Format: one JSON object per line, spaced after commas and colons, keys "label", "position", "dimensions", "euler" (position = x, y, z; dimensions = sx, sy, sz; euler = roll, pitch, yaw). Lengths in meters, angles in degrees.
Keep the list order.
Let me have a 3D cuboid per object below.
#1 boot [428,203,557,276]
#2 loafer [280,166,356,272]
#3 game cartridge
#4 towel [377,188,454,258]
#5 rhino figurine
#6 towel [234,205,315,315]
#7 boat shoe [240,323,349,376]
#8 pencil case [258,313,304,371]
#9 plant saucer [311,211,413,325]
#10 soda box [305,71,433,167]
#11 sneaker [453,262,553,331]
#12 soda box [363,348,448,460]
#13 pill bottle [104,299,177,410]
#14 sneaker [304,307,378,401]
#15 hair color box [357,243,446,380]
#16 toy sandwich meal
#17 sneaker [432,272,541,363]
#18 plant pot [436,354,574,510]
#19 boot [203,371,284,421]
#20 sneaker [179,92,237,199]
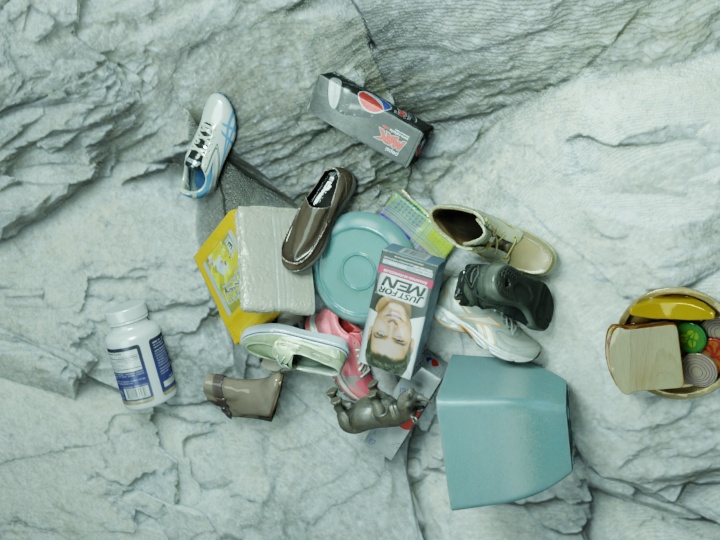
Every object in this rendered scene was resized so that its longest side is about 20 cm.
{"label": "boot", "position": [0.205, -0.047, 1.332], "dimensions": [0.199, 0.155, 0.073], "euler": [27, 97, 14]}
{"label": "loafer", "position": [-0.082, -0.094, 1.448], "dimensions": [0.073, 0.071, 0.201], "euler": [24, 84, 25]}
{"label": "game cartridge", "position": [-0.221, 0.018, 1.558], "dimensions": [0.176, 0.032, 0.201], "euler": [-43, 68, 45]}
{"label": "towel", "position": [0.058, -0.024, 1.483], "dimensions": [0.144, 0.023, 0.200], "euler": [44, 118, 6]}
{"label": "rhino figurine", "position": [0.035, 0.236, 1.479], "dimensions": [0.199, 0.060, 0.088], "euler": [-13, 115, 31]}
{"label": "towel", "position": [-0.149, -0.018, 1.483], "dimensions": [0.034, 0.131, 0.202], "euler": [131, 138, -59]}
{"label": "boat shoe", "position": [-0.119, 0.140, 1.498], "dimensions": [0.198, 0.062, 0.072], "euler": [5, 136, 13]}
{"label": "pencil case", "position": [-0.146, 0.092, 1.579], "dimensions": [0.089, 0.077, 0.202], "euler": [21, 115, 37]}
{"label": "plant saucer", "position": [0.000, 0.000, 1.478], "dimensions": [0.198, 0.027, 0.202], "euler": [5, 103, 19]}
{"label": "soda box", "position": [0.014, -0.249, 1.405], "dimensions": [0.199, 0.063, 0.071], "euler": [31, 116, 11]}
{"label": "sneaker", "position": [0.226, 0.038, 1.368], "dimensions": [0.114, 0.199, 0.077], "euler": [8, 77, 46]}
{"label": "soda box", "position": [0.083, 0.238, 1.532], "dimensions": [0.063, 0.068, 0.201], "euler": [33, 116, 10]}
{"label": "pill bottle", "position": [-0.444, 0.166, 1.714], "dimensions": [0.110, 0.111, 0.202], "euler": [-7, 103, 25]}
{"label": "sneaker", "position": [-0.017, 0.151, 1.544], "dimensions": [0.087, 0.074, 0.201], "euler": [-35, 91, 27]}
{"label": "hair color box", "position": [0.068, 0.067, 1.421], "dimensions": [0.098, 0.061, 0.202], "euler": [17, 108, 16]}
{"label": "toy sandwich meal", "position": [0.477, 0.120, 1.319], "dimensions": [0.203, 0.070, 0.207], "euler": [7, 110, 21]}
{"label": "sneaker", "position": [0.215, 0.077, 1.421], "dimensions": [0.199, 0.076, 0.093], "euler": [28, 111, 12]}
{"label": "plant pot", "position": [0.245, 0.257, 1.403], "dimensions": [0.198, 0.196, 0.198], "euler": [-5, 105, 16]}
{"label": "boot", "position": [-0.226, 0.228, 1.629], "dimensions": [0.145, 0.071, 0.201], "euler": [20, 142, 0]}
{"label": "sneaker", "position": [-0.275, -0.219, 1.537], "dimensions": [0.071, 0.072, 0.201], "euler": [26, 114, 16]}
